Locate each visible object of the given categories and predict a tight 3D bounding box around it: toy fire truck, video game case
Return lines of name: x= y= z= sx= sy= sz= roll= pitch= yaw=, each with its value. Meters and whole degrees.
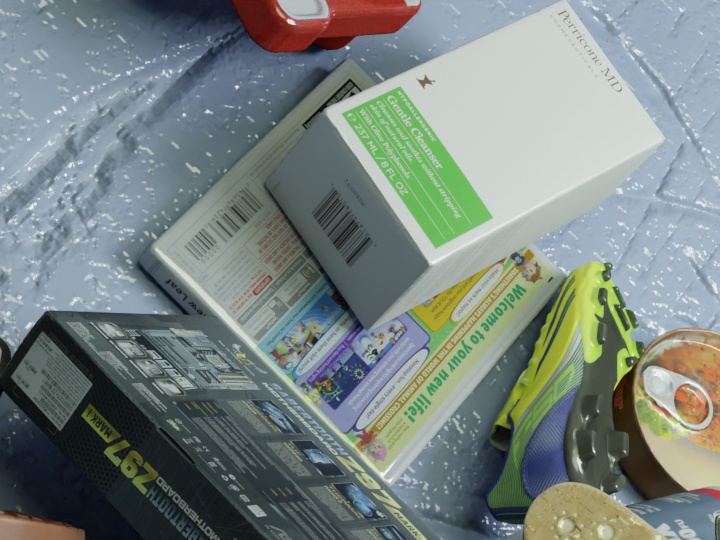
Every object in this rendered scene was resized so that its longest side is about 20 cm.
toy fire truck: x=-0.045 y=-0.214 z=1.441 sx=0.168 sy=0.112 sz=0.201 roll=-10 pitch=68 yaw=-55
video game case: x=0.000 y=0.000 z=1.438 sx=0.182 sy=0.022 sz=0.200 roll=45 pitch=50 yaw=-2

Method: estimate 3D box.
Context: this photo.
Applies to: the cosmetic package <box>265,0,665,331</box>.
cosmetic package: x=0.060 y=-0.061 z=1.440 sx=0.200 sy=0.085 sz=0.108 roll=-30 pitch=79 yaw=-38

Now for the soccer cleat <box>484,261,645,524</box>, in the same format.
soccer cleat: x=0.109 y=0.064 z=1.440 sx=0.065 sy=0.083 sz=0.201 roll=57 pitch=28 yaw=-28

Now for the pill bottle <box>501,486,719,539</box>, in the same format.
pill bottle: x=0.124 y=0.187 z=1.349 sx=0.199 sy=0.120 sz=0.120 roll=-9 pitch=70 yaw=-33

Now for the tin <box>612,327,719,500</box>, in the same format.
tin: x=0.233 y=0.113 z=1.504 sx=0.199 sy=0.042 sz=0.112 roll=31 pitch=49 yaw=-12

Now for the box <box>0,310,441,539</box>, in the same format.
box: x=-0.059 y=0.100 z=1.250 sx=0.200 sy=0.051 sz=0.157 roll=44 pitch=19 yaw=22

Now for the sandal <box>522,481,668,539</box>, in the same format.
sandal: x=0.169 y=0.165 z=1.236 sx=0.211 sy=0.070 sz=0.078 roll=30 pitch=75 yaw=14

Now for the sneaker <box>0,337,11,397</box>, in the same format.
sneaker: x=-0.249 y=0.086 z=1.213 sx=0.115 sy=0.075 sz=0.201 roll=31 pitch=54 yaw=-10

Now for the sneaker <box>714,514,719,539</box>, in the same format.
sneaker: x=0.198 y=0.232 z=1.297 sx=0.104 sy=0.060 sz=0.201 roll=30 pitch=71 yaw=-34

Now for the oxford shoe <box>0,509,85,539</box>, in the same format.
oxford shoe: x=-0.118 y=0.168 z=1.262 sx=0.199 sy=0.071 sz=0.074 roll=17 pitch=82 yaw=-23
